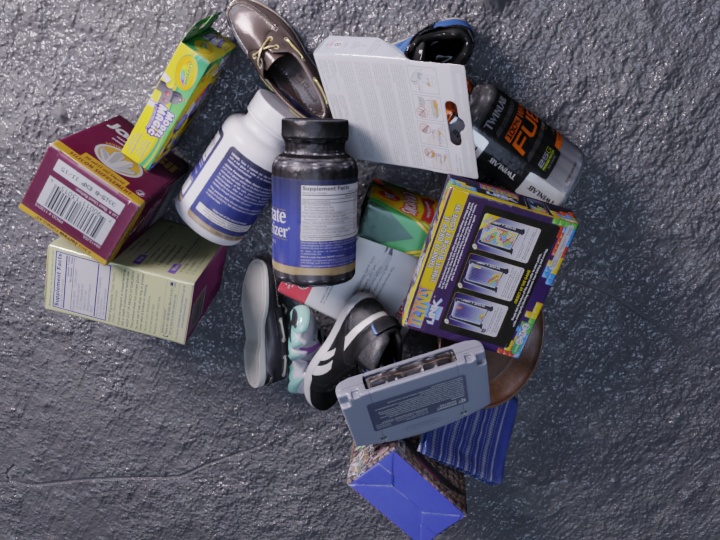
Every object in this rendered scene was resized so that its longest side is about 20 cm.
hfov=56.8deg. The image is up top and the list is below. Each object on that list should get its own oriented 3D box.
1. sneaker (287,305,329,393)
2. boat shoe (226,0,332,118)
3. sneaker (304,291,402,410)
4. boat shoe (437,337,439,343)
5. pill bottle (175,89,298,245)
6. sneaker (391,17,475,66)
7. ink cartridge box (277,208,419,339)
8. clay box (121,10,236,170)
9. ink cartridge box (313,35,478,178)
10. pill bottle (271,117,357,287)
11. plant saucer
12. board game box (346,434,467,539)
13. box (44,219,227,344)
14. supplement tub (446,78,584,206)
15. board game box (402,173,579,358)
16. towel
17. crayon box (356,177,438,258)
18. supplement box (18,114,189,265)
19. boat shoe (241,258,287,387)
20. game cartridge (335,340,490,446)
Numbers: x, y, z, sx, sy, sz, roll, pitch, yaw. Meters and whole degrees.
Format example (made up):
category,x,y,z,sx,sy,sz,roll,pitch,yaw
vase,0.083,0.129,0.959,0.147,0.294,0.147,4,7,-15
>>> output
category,x,y,z,sx,sy,sz,roll,pitch,yaw
sneaker,-0.042,0.122,1.025,0.137,0.079,0.201,2,144,-5
boat shoe,-0.106,-0.276,0.881,0.072,0.060,0.201,-37,102,19
sneaker,-0.008,0.142,0.928,0.072,0.112,0.202,0,123,-42
boat shoe,0.152,0.105,1.020,0.070,0.070,0.203,-8,112,8
pill bottle,-0.160,-0.142,0.917,0.111,0.111,0.201,36,111,-11
sneaker,0.055,-0.255,0.853,0.198,0.112,0.077,-23,110,14
ink cartridge box,0.000,0.000,0.979,0.198,0.084,0.146,26,112,-5
clay box,-0.230,-0.237,0.871,0.047,0.115,0.200,35,117,-12
ink cartridge box,0.052,-0.201,0.819,0.197,0.057,0.164,10,142,26
pill bottle,-0.058,-0.089,0.848,0.110,0.112,0.203,2,104,3
plant saucer,0.186,0.100,0.975,0.198,0.037,0.204,-6,102,-30
board game box,0.075,0.285,1.030,0.097,0.201,0.159,-41,105,20
box,-0.312,0.000,0.953,0.197,0.176,0.098,15,114,-3
supplement tub,0.183,-0.160,0.878,0.198,0.123,0.123,32,112,-10
board game box,0.158,-0.002,0.845,0.163,0.057,0.202,17,116,-2
towel,0.172,0.236,1.015,0.199,0.147,0.024,32,159,-38
crayon box,0.098,-0.058,0.926,0.197,0.127,0.051,19,113,-5
supplement box,-0.333,-0.114,0.893,0.130,0.201,0.104,34,111,-10
boat shoe,-0.143,0.081,1.037,0.060,0.073,0.203,-6,99,-37
game cartridge,0.074,0.169,0.887,0.197,0.042,0.134,-17,139,-2
